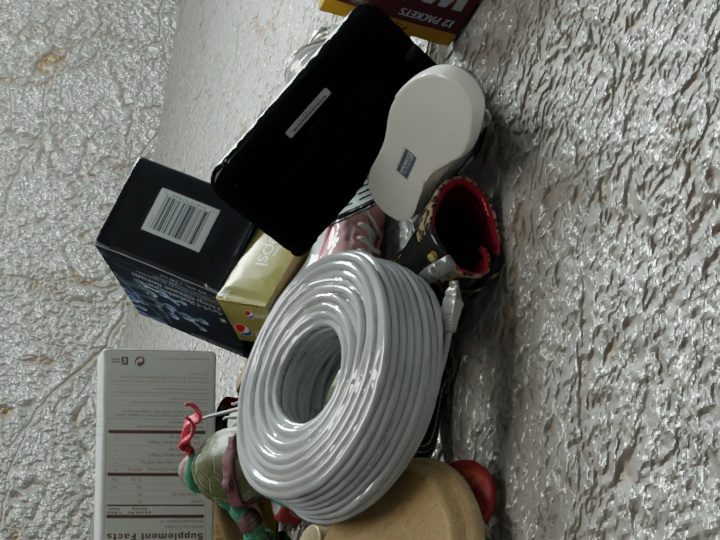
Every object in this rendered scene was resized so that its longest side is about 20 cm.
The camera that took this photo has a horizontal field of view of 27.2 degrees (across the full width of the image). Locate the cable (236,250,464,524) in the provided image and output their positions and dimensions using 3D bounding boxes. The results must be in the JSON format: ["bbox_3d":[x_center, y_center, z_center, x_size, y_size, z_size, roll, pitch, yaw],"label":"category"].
[{"bbox_3d":[-0.018,0.085,1.112,0.199,0.069,0.203,-17,56,50],"label":"cable"}]

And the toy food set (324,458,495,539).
[{"bbox_3d":[0.031,0.229,1.068,0.199,0.048,0.200,-2,68,57],"label":"toy food set"}]

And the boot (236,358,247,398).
[{"bbox_3d":[-0.096,0.128,1.650,0.202,0.073,0.155,-98,29,-45],"label":"boot"}]

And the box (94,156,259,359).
[{"bbox_3d":[-0.171,-0.009,1.563,0.200,0.147,0.108,74,-141,-67],"label":"box"}]

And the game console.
[{"bbox_3d":[-0.027,-0.124,1.275,0.200,0.175,0.117,-48,40,6],"label":"game console"}]

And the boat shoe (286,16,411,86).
[{"bbox_3d":[0.003,-0.221,1.458,0.200,0.071,0.069,-44,12,-6],"label":"boat shoe"}]

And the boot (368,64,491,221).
[{"bbox_3d":[0.069,-0.119,1.186,0.090,0.073,0.200,-41,-5,-28],"label":"boot"}]

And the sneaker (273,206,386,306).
[{"bbox_3d":[0.000,0.000,1.423,0.104,0.076,0.202,9,58,37],"label":"sneaker"}]

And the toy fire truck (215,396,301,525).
[{"bbox_3d":[-0.070,0.144,1.464,0.201,0.111,0.170,-112,37,-62],"label":"toy fire truck"}]

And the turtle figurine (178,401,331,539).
[{"bbox_3d":[-0.082,0.170,1.239,0.198,0.100,0.152,-4,82,35],"label":"turtle figurine"}]

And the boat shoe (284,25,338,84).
[{"bbox_3d":[-0.023,-0.183,1.326,0.071,0.069,0.199,-50,-15,19],"label":"boat shoe"}]

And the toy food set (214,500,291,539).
[{"bbox_3d":[-0.131,0.278,1.585,0.200,0.048,0.200,69,152,18],"label":"toy food set"}]

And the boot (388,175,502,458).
[{"bbox_3d":[0.056,0.038,1.179,0.151,0.072,0.202,121,161,-49],"label":"boot"}]

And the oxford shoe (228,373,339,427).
[{"bbox_3d":[-0.035,0.129,1.319,0.198,0.075,0.059,-25,66,32],"label":"oxford shoe"}]

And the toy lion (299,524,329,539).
[{"bbox_3d":[0.006,0.278,1.200,0.191,0.068,0.203,-24,54,62],"label":"toy lion"}]

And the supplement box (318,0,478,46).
[{"bbox_3d":[0.059,-0.351,1.340,0.198,0.131,0.202,127,151,-56],"label":"supplement box"}]

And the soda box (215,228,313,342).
[{"bbox_3d":[-0.063,-0.023,1.483,0.201,0.063,0.068,-62,-37,-31],"label":"soda box"}]

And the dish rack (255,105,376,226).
[{"bbox_3d":[-0.019,-0.120,1.445,0.152,0.055,0.201,-26,34,10],"label":"dish rack"}]

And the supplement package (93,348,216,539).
[{"bbox_3d":[-0.208,0.184,1.502,0.117,0.116,0.203,155,116,-75],"label":"supplement package"}]
